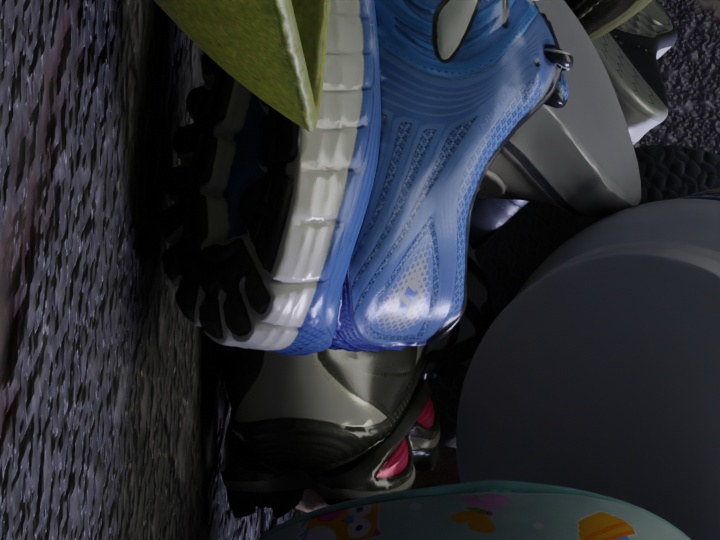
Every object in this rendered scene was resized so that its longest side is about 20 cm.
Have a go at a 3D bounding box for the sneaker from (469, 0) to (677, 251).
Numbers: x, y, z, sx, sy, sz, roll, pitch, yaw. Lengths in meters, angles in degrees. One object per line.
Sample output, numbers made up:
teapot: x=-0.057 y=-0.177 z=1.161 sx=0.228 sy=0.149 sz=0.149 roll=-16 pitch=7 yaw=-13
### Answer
sneaker: x=0.059 y=-0.065 z=1.133 sx=0.146 sy=0.077 sz=0.202 roll=-44 pitch=-171 yaw=21

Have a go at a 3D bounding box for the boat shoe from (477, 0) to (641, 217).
boat shoe: x=0.026 y=-0.055 z=0.839 sx=0.200 sy=0.065 sz=0.072 roll=20 pitch=53 yaw=-61

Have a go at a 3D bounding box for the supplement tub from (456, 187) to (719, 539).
supplement tub: x=0.127 y=0.045 z=0.898 sx=0.200 sy=0.144 sz=0.146 roll=-13 pitch=107 yaw=-63

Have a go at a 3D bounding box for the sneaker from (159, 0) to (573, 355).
sneaker: x=0.007 y=-0.074 z=0.700 sx=0.078 sy=0.089 sz=0.201 roll=-1 pitch=-102 yaw=54

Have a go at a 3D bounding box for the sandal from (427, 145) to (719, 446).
sandal: x=0.070 y=0.012 z=1.046 sx=0.076 sy=0.199 sz=0.043 roll=64 pitch=14 yaw=4

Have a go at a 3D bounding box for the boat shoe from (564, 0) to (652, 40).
boat shoe: x=0.078 y=-0.130 z=0.865 sx=0.073 sy=0.065 sz=0.200 roll=59 pitch=-36 yaw=14

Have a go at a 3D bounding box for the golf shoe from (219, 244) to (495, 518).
golf shoe: x=0.000 y=0.000 z=0.859 sx=0.200 sy=0.077 sz=0.089 roll=-76 pitch=161 yaw=-66

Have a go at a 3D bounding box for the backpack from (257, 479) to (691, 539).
backpack: x=0.035 y=0.165 z=0.773 sx=0.154 sy=0.174 sz=0.201 roll=-85 pitch=173 yaw=-60

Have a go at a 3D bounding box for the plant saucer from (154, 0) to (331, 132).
plant saucer: x=-0.032 y=-0.157 z=0.563 sx=0.200 sy=0.048 sz=0.201 roll=78 pitch=17 yaw=-70

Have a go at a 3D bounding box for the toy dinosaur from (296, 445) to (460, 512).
toy dinosaur: x=0.037 y=0.092 z=0.963 sx=0.200 sy=0.134 sz=0.087 roll=-10 pitch=102 yaw=-84

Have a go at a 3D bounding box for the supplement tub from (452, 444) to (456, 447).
supplement tub: x=0.094 y=0.091 z=1.220 sx=0.145 sy=0.198 sz=0.147 roll=3 pitch=90 yaw=-85
